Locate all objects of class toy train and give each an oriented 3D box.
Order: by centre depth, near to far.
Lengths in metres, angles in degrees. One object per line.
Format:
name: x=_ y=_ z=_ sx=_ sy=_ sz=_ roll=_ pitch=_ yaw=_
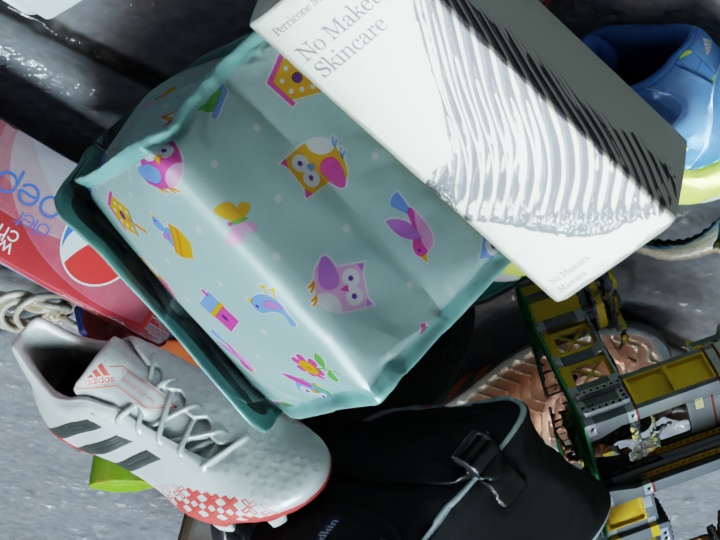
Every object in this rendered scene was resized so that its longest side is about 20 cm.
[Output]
toy train: x=-0.136 y=0.072 z=1.485 sx=0.200 sy=0.116 sz=0.085 roll=1 pitch=169 yaw=7

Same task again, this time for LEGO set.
LEGO set: x=0.166 y=0.082 z=1.399 sx=0.116 sy=0.154 sz=0.200 roll=-19 pitch=118 yaw=-3

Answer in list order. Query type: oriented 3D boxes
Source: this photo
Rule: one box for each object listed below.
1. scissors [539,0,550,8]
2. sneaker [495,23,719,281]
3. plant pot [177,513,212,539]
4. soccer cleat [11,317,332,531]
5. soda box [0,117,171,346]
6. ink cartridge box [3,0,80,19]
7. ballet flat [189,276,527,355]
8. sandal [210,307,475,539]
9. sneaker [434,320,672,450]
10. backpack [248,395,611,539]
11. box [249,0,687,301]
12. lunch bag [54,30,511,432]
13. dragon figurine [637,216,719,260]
scissors: x=0.036 y=-0.100 z=1.291 sx=0.073 sy=0.014 sz=0.200 roll=10 pitch=147 yaw=-11
sneaker: x=0.106 y=-0.067 z=1.293 sx=0.200 sy=0.076 sz=0.105 roll=-24 pitch=127 yaw=28
plant pot: x=-0.015 y=0.195 z=1.630 sx=0.198 sy=0.201 sz=0.200 roll=14 pitch=149 yaw=-1
soccer cleat: x=-0.101 y=0.075 z=1.365 sx=0.200 sy=0.069 sz=0.085 roll=19 pitch=152 yaw=40
soda box: x=-0.173 y=-0.033 z=1.363 sx=0.200 sy=0.063 sz=0.070 roll=32 pitch=173 yaw=-36
ink cartridge box: x=-0.114 y=-0.202 z=1.078 sx=0.200 sy=0.083 sz=0.146 roll=-23 pitch=139 yaw=39
ballet flat: x=0.000 y=0.000 z=1.413 sx=0.200 sy=0.064 sz=0.067 roll=-19 pitch=107 yaw=-1
sandal: x=-0.016 y=0.076 z=1.459 sx=0.075 sy=0.200 sz=0.045 roll=49 pitch=167 yaw=-32
sneaker: x=0.090 y=0.077 z=1.534 sx=0.200 sy=0.080 sz=0.071 roll=-26 pitch=99 yaw=18
backpack: x=0.026 y=0.155 z=1.353 sx=0.151 sy=0.178 sz=0.200 roll=49 pitch=158 yaw=-22
box: x=0.051 y=-0.083 z=1.198 sx=0.200 sy=0.068 sz=0.082 roll=40 pitch=125 yaw=-18
lunch bag: x=-0.050 y=-0.016 z=1.277 sx=0.170 sy=0.122 sz=0.200 roll=48 pitch=158 yaw=-10
dragon figurine: x=0.216 y=-0.046 z=1.308 sx=0.059 sy=0.100 sz=0.200 roll=27 pitch=162 yaw=-34
